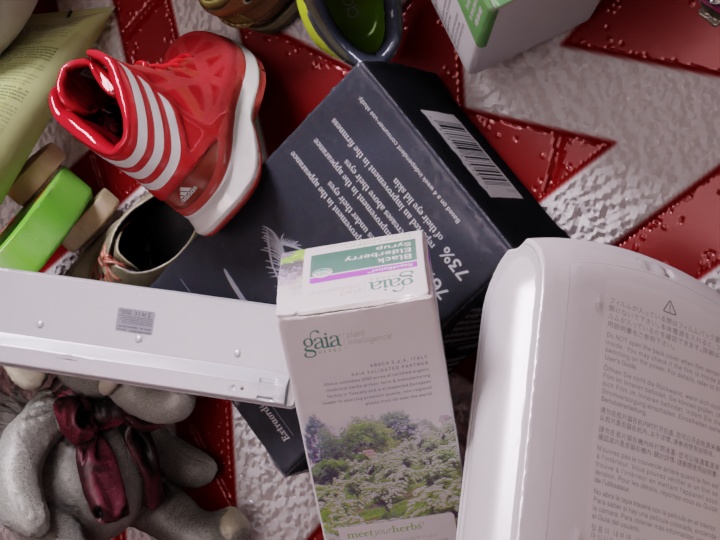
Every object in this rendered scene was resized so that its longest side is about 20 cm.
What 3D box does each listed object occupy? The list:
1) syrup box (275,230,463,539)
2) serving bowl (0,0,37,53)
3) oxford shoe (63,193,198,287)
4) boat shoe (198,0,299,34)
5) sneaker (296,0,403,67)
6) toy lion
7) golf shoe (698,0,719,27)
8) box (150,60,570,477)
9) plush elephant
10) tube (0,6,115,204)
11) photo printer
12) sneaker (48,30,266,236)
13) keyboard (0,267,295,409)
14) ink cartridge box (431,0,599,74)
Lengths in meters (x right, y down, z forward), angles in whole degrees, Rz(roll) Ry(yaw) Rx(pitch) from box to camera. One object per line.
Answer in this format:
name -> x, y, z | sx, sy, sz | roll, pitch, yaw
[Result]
syrup box -> 0.013, 0.087, 0.823 | 0.078, 0.082, 0.201 | -9, 114, 4
serving bowl -> -0.267, -0.221, 1.061 | 0.200, 0.066, 0.201 | -10, 76, 42
oxford shoe -> -0.154, -0.006, 1.014 | 0.200, 0.075, 0.071 | -40, 75, 23
boat shoe -> -0.028, -0.232, 0.946 | 0.072, 0.068, 0.200 | 39, 107, 24
sneaker -> -0.021, -0.201, 0.882 | 0.074, 0.081, 0.200 | -29, 116, -1
toy lion -> -0.257, 0.029, 1.002 | 0.069, 0.192, 0.200 | 42, 112, -14
golf shoe -> 0.182, -0.197, 0.847 | 0.092, 0.073, 0.200 | -42, 60, -15
box -> 0.000, 0.000, 0.917 | 0.200, 0.104, 0.148 | -44, 73, 22
plush elephant -> -0.154, 0.090, 0.965 | 0.200, 0.164, 0.155 | 41, 121, 32
tube -> -0.228, -0.103, 1.017 | 0.058, 0.201, 0.052 | 25, 145, -6
photo printer -> 0.133, 0.086, 0.797 | 0.069, 0.166, 0.201 | -33, 44, 56
sneaker -> -0.120, -0.113, 0.923 | 0.078, 0.115, 0.200 | -46, 30, 15
keyboard -> -0.129, 0.037, 0.888 | 0.199, 0.011, 0.057 | 7, 80, 10
ink cartridge box -> 0.055, -0.224, 0.840 | 0.084, 0.145, 0.201 | -26, 85, -3
